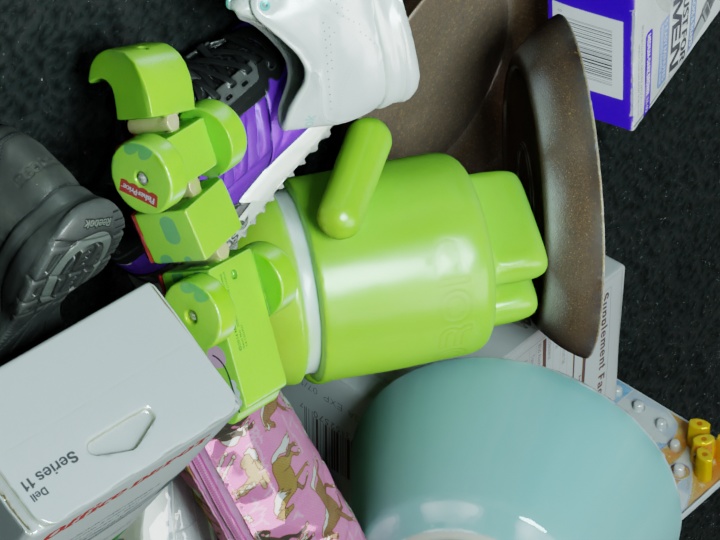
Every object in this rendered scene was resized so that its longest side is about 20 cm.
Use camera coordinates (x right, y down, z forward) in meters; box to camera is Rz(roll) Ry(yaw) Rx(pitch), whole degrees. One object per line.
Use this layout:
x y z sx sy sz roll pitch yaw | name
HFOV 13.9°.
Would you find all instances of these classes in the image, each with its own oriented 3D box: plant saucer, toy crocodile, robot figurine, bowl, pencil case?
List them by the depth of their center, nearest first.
-0.086 -0.020 1.485 0.067 0.062 0.201 -36 113 -47 | toy crocodile
-0.065 0.102 1.597 0.083 0.086 0.200 -33 122 -12 | pencil case
0.000 0.000 1.650 0.199 0.116 0.176 -11 150 -11 | robot figurine
0.075 0.159 1.682 0.105 0.200 0.201 -65 163 -47 | bowl
0.109 -0.048 1.711 0.032 0.201 0.201 -4 133 -4 | plant saucer
0.049 -0.111 1.743 0.200 0.037 0.201 -36 143 -32 | plant saucer

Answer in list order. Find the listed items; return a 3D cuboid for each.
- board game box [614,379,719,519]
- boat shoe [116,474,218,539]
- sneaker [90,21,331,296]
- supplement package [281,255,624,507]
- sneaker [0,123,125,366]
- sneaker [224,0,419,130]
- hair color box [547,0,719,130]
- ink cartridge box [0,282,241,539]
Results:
0.108 0.119 1.877 0.200 0.200 0.026 -36 143 -33 | board game box
-0.109 0.137 1.653 0.068 0.072 0.201 -21 105 -41 | boat shoe
-0.075 -0.086 1.549 0.200 0.069 0.100 -57 141 -8 | sneaker
0.057 0.062 1.833 0.200 0.117 0.118 -36 141 -34 | supplement package
-0.189 0.004 1.460 0.076 0.091 0.200 -27 160 -48 | sneaker
-0.034 -0.165 1.496 0.088 0.075 0.201 -23 111 -16 | sneaker
0.185 -0.192 1.803 0.200 0.065 0.110 -54 153 -36 | hair color box
-0.168 0.107 1.490 0.146 0.083 0.200 -31 171 -38 | ink cartridge box
